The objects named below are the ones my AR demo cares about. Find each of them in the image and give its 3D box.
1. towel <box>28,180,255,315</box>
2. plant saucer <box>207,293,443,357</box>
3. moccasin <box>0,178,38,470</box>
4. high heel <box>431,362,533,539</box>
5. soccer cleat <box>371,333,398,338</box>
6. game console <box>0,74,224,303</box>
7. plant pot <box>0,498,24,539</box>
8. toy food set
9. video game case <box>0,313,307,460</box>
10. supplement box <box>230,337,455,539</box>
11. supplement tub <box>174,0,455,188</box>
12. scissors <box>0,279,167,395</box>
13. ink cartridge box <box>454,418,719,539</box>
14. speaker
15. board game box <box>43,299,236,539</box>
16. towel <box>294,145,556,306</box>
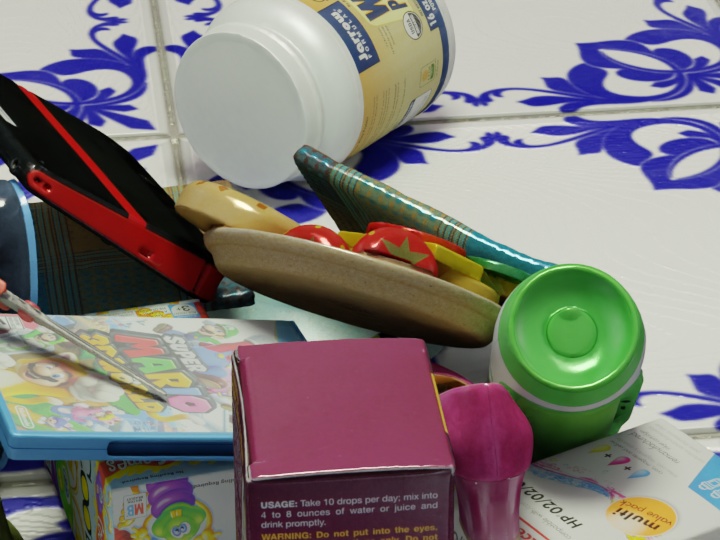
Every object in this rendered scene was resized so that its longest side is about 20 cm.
[{"bbox_3d":[-0.173,-0.004,1.637,0.198,0.022,0.147,-7,34,-5],"label":"towel"},{"bbox_3d":[-0.036,0.016,1.721,0.199,0.039,0.201,-1,27,0],"label":"plant saucer"},{"bbox_3d":[-0.231,0.041,1.494,0.068,0.201,0.081,-1,29,-22],"label":"moccasin"},{"bbox_3d":[0.050,0.069,1.414,0.067,0.097,0.200,-5,23,-5],"label":"high heel"},{"bbox_3d":[0.038,0.102,1.540,0.081,0.068,0.200,14,22,-17],"label":"soccer cleat"},{"bbox_3d":[-0.178,-0.061,1.576,0.176,0.031,0.200,29,10,-40],"label":"game console"},{"bbox_3d":[-0.285,0.093,1.408,0.198,0.191,0.200,1,28,0],"label":"plant pot"},{"bbox_3d":[0.000,0.000,1.516,0.199,0.049,0.197,8,-12,44],"label":"toy food set"},{"bbox_3d":[-0.110,0.063,1.404,0.199,0.018,0.143,2,24,-22],"label":"video game case"},{"bbox_3d":[-0.010,0.152,1.281,0.102,0.201,0.131,-3,28,-4],"label":"supplement box"},{"bbox_3d":[-0.034,-0.153,1.936,0.144,0.145,0.200,16,31,29],"label":"supplement tub"},{"bbox_3d":[-0.193,0.015,1.389,0.199,0.073,0.014,27,71,28],"label":"scissors"},{"bbox_3d":[0.122,0.159,1.410,0.199,0.068,0.115,-17,30,-28],"label":"ink cartridge box"},{"bbox_3d":[0.116,0.059,1.470,0.088,0.089,0.200,0,-17,1],"label":"speaker"},{"bbox_3d":[-0.114,0.111,1.466,0.104,0.104,0.200,-8,28,-16],"label":"board game box"},{"bbox_3d":[0.058,-0.012,1.633,0.199,0.147,0.022,28,79,19],"label":"towel"}]
